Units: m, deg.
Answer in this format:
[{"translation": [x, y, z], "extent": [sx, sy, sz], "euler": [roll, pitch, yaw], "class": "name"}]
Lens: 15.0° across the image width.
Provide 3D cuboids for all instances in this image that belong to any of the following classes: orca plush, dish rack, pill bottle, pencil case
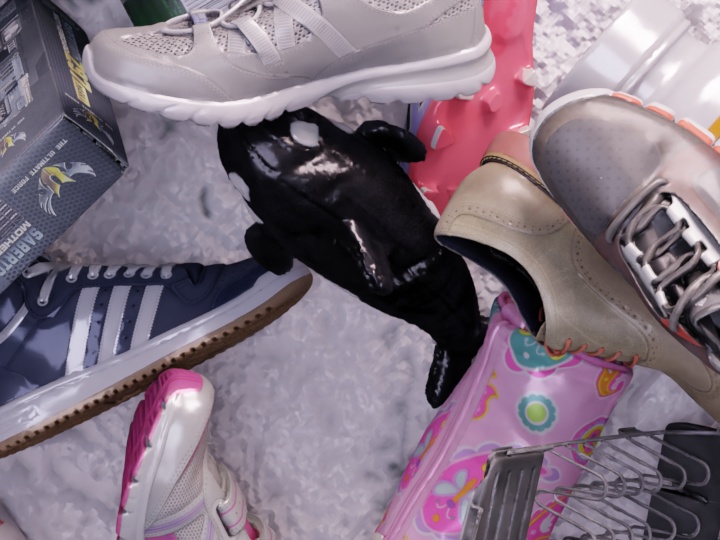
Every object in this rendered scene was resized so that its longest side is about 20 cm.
[{"translation": [0.000, 0.000, 1.355], "extent": [0.105, 0.071, 0.200], "euler": [-22, 125, 11], "class": "orca plush"}, {"translation": [0.114, 0.151, 1.343], "extent": [0.054, 0.200, 0.154], "euler": [16, 101, 37], "class": "dish rack"}, {"translation": [0.189, -0.043, 1.342], "extent": [0.200, 0.111, 0.111], "euler": [42, 101, 3], "class": "pill bottle"}, {"translation": [0.059, 0.113, 1.395], "extent": [0.087, 0.087, 0.201], "euler": [30, 100, 5], "class": "pencil case"}]

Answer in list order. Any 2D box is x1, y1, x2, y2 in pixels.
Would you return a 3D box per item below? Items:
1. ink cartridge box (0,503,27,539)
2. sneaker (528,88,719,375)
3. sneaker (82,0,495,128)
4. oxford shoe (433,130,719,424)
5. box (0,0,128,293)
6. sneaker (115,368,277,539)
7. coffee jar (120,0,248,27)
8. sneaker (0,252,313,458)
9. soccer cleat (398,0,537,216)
[{"translation": [-0.190, 0.223, 1.419], "extent": [0.083, 0.147, 0.200], "euler": [-35, 90, 13], "class": "ink cartridge box"}, {"translation": [0.156, -0.006, 1.256], "extent": [0.200, 0.082, 0.077], "euler": [42, 109, 3], "class": "sneaker"}, {"translation": [-0.035, -0.121, 1.302], "extent": [0.199, 0.075, 0.082], "euler": [-8, 114, -14], "class": "sneaker"}, {"translation": [0.121, 0.024, 1.333], "extent": [0.200, 0.070, 0.075], "euler": [41, 70, 4], "class": "oxford shoe"}, {"translation": [-0.212, -0.034, 1.390], "extent": [0.200, 0.158, 0.051], "euler": [-44, 120, 11], "class": "box"}, {"translation": [-0.081, 0.139, 1.419], "extent": [0.088, 0.081, 0.201], "euler": [3, 121, -2], "class": "sneaker"}, {"translation": [-0.109, -0.202, 1.379], "extent": [0.085, 0.104, 0.201], "euler": [-28, 90, 4], "class": "coffee jar"}, {"translation": [-0.131, 0.010, 1.425], "extent": [0.199, 0.070, 0.109], "euler": [-27, 82, 5], "class": "sneaker"}, {"translation": [0.053, -0.119, 1.389], "extent": [0.066, 0.076, 0.201], "euler": [-1, 114, -30], "class": "soccer cleat"}]
